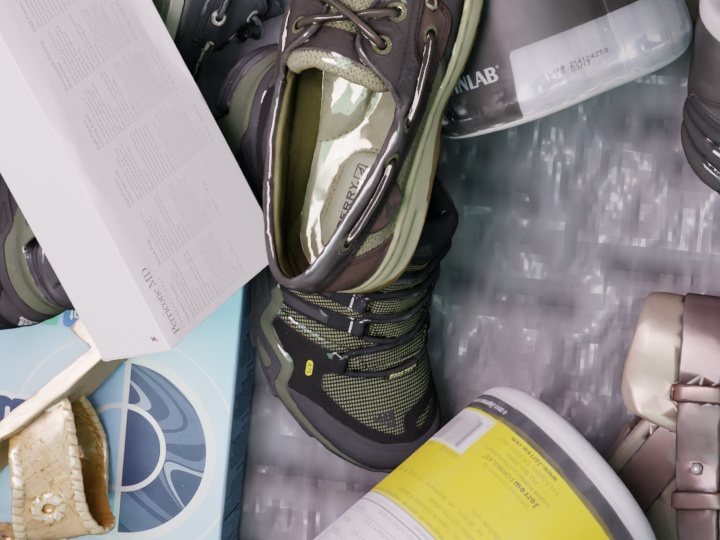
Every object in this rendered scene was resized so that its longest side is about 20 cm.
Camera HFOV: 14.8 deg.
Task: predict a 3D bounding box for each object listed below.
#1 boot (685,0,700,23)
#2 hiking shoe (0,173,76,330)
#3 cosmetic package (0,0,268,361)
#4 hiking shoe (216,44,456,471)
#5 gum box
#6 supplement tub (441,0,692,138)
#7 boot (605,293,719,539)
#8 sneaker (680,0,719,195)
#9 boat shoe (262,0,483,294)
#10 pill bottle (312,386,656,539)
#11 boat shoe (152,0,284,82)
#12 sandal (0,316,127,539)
[{"bbox_3d":[0.208,-0.139,1.191,0.146,0.070,0.201,-22,99,22],"label":"boot"},{"bbox_3d":[-0.165,-0.064,1.232,0.100,0.076,0.201,-24,58,29],"label":"hiking shoe"},{"bbox_3d":[-0.115,-0.069,1.150,0.051,0.083,0.200,-11,113,43],"label":"cosmetic package"},{"bbox_3d":[0.000,0.000,1.211,0.101,0.076,0.201,6,119,54],"label":"hiking shoe"},{"bbox_3d":[-0.138,0.073,1.299,0.169,0.045,0.201,7,101,10],"label":"gum box"},{"bbox_3d":[0.054,-0.167,1.177,0.122,0.123,0.201,-19,97,13],"label":"supplement tub"},{"bbox_3d":[0.192,0.044,1.218,0.146,0.070,0.201,23,100,11],"label":"boot"},{"bbox_3d":[0.225,-0.050,1.178,0.200,0.071,0.099,27,142,8],"label":"sneaker"},{"bbox_3d":[0.001,-0.085,1.113,0.072,0.066,0.202,15,105,22],"label":"boat shoe"},{"bbox_3d":[0.024,0.151,1.194,0.200,0.112,0.112,-40,92,-12],"label":"pill bottle"},{"bbox_3d":[-0.063,-0.133,1.235,0.066,0.074,0.200,10,100,-22],"label":"boat shoe"},{"bbox_3d":[-0.130,0.085,1.236,0.070,0.078,0.212,43,100,7],"label":"sandal"}]
